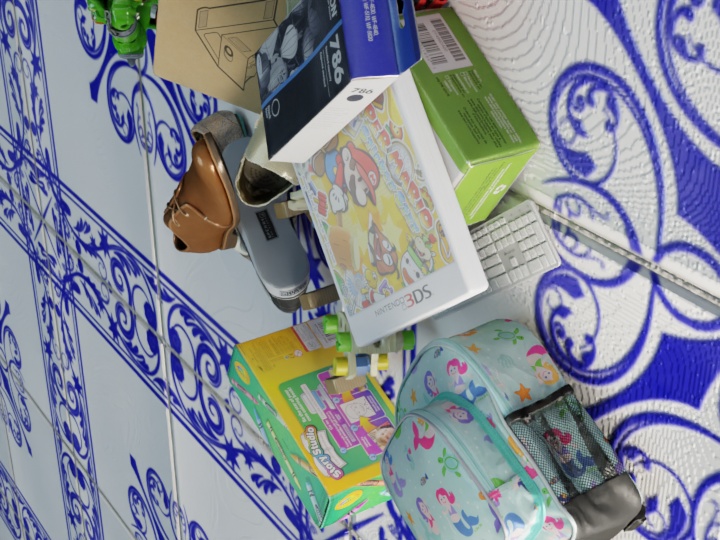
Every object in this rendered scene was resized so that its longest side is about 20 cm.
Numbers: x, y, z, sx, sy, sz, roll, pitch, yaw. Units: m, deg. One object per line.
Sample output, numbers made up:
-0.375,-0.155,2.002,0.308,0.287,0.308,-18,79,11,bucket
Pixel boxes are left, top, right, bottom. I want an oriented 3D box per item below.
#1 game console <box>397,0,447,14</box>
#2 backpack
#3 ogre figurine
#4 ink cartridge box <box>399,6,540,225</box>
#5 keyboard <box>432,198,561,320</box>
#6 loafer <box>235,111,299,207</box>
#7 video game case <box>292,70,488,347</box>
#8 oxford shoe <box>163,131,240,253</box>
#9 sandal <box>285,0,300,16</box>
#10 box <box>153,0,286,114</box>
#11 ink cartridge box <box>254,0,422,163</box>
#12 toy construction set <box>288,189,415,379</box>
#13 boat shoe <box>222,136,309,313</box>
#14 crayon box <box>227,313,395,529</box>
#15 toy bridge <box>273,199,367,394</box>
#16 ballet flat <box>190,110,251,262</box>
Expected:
0.046,-0.306,0.929,0.200,0.031,0.179,-36,70,59,game console
0.104,0.148,0.948,0.201,0.149,0.178,64,151,26,backpack
-0.264,-0.323,1.372,0.120,0.097,0.201,98,151,-53,ogre figurine
0.042,-0.092,0.986,0.149,0.075,0.200,61,147,21,ink cartridge box
0.100,-0.005,1.003,0.200,0.011,0.057,-30,78,60,keyboard
-0.063,-0.118,1.094,0.075,0.069,0.200,26,146,-8,loafer
0.012,-0.054,0.955,0.182,0.023,0.202,-30,77,57,video game case
-0.160,-0.065,1.182,0.200,0.071,0.072,105,146,-63,oxford shoe
-0.016,-0.237,0.956,0.080,0.057,0.201,50,148,-2,sandal
-0.091,-0.212,1.090,0.198,0.021,0.164,21,135,4,box
-0.023,-0.164,0.914,0.200,0.039,0.101,-33,61,56,ink cartridge box
0.000,0.000,1.107,0.131,0.091,0.202,158,96,-78,toy construction set
-0.098,-0.048,1.260,0.068,0.073,0.201,93,154,-59,boat shoe
-0.036,0.146,1.203,0.201,0.118,0.059,54,145,30,crayon box
-0.026,0.022,1.175,0.027,0.067,0.202,-11,97,60,toy bridge
-0.141,-0.076,1.321,0.068,0.067,0.202,-30,79,60,ballet flat
